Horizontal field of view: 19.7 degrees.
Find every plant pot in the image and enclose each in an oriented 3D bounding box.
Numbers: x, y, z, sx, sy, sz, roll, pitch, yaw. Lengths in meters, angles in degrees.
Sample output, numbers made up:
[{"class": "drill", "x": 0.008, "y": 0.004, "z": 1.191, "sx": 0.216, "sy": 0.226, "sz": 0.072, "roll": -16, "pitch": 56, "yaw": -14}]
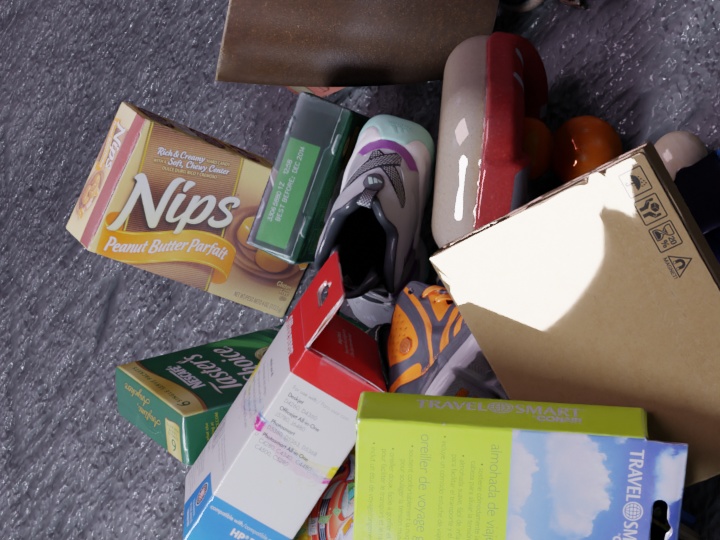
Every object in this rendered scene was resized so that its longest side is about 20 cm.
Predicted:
[{"class": "plant pot", "x": 0.004, "y": -0.216, "z": 1.582, "sx": 0.187, "sy": 0.198, "sz": 0.189, "roll": -168, "pitch": 90, "yaw": -86}]

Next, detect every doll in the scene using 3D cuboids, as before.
[{"class": "doll", "x": 0.227, "y": -0.016, "z": 1.321, "sx": 0.137, "sy": 0.048, "sz": 0.201, "roll": -48, "pitch": 40, "yaw": 29}]

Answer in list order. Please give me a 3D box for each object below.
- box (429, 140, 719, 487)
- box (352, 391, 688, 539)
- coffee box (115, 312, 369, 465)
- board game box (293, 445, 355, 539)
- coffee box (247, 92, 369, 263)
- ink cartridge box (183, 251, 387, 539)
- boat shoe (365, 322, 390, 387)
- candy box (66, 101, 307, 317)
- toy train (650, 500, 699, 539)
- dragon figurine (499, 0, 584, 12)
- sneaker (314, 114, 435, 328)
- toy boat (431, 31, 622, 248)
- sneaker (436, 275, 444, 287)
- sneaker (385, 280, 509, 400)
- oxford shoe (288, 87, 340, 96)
[{"class": "box", "x": 0.155, "y": 0.043, "z": 1.264, "sx": 0.163, "sy": 0.201, "sz": 0.021, "roll": -26, "pitch": 8, "yaw": 30}, {"class": "box", "x": 0.095, "y": 0.141, "z": 1.266, "sx": 0.048, "sy": 0.198, "sz": 0.123, "roll": -76, "pitch": -12, "yaw": -66}, {"class": "coffee box", "x": -0.071, "y": 0.086, "z": 1.563, "sx": 0.123, "sy": 0.198, "sz": 0.044, "roll": 29, "pitch": 127, "yaw": 55}, {"class": "board game box", "x": 0.000, "y": 0.194, "z": 1.373, "sx": 0.134, "sy": 0.034, "sz": 0.201, "roll": -8, "pitch": 47, "yaw": 42}, {"class": "coffee box", "x": -0.033, "y": -0.069, "z": 1.603, "sx": 0.200, "sy": 0.044, "sz": 0.124, "roll": -14, "pitch": -56, "yaw": -82}, {"class": "ink cartridge box", "x": -0.043, "y": 0.098, "z": 1.411, "sx": 0.201, "sy": 0.067, "sz": 0.116, "roll": -57, "pitch": 12, "yaw": 12}, {"class": "boat shoe", "x": 0.057, "y": 0.102, "z": 1.473, "sx": 0.066, "sy": 0.074, "sz": 0.200, "roll": -57, "pitch": 38, "yaw": 34}, {"class": "candy box", "x": -0.128, "y": -0.048, "z": 1.701, "sx": 0.055, "sy": 0.199, "sz": 0.116, "roll": 35, "pitch": 102, "yaw": 55}, {"class": "toy train", "x": 0.157, "y": 0.137, "z": 1.361, "sx": 0.046, "sy": 0.034, "sz": 0.200, "roll": -58, "pitch": 35, "yaw": 0}, {"class": "dragon figurine", "x": 0.150, "y": -0.251, "z": 1.521, "sx": 0.200, "sy": 0.058, "sz": 0.100, "roll": 134, "pitch": 148, "yaw": -78}, {"class": "sneaker", "x": 0.000, "y": 0.000, "z": 1.515, "sx": 0.140, "sy": 0.077, "sz": 0.201, "roll": -65, "pitch": -17, "yaw": -44}, {"class": "toy boat", "x": 0.119, "y": -0.086, "z": 1.452, "sx": 0.200, "sy": 0.129, "sz": 0.132, "roll": -82, "pitch": -3, "yaw": -64}, {"class": "sneaker", "x": 0.110, "y": 0.048, "z": 1.430, "sx": 0.199, "sy": 0.075, "sz": 0.085, "roll": 17, "pitch": 83, "yaw": 56}, {"class": "sneaker", "x": 0.082, "y": 0.018, "z": 1.367, "sx": 0.200, "sy": 0.078, "sz": 0.112, "roll": -48, "pitch": 35, "yaw": 1}, {"class": "oxford shoe", "x": 0.003, "y": -0.224, "z": 1.726, "sx": 0.200, "sy": 0.071, "sz": 0.074, "roll": -44, "pitch": 18, "yaw": 33}]
